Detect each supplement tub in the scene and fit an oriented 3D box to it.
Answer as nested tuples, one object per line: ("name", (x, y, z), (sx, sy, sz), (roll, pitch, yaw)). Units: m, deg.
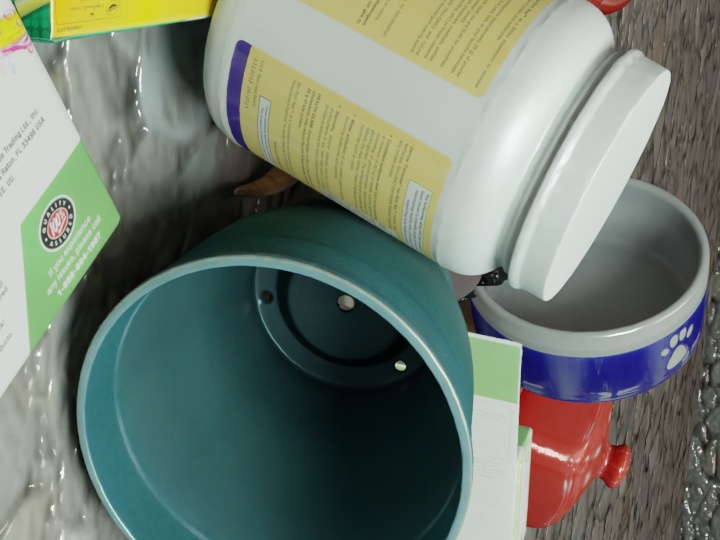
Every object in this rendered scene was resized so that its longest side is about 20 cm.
("supplement tub", (0.037, -0.089, 0.577), (0.146, 0.198, 0.146), (-52, 163, -23))

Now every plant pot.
("plant pot", (-0.024, 0.050, 0.635), (0.188, 0.196, 0.203), (-60, 150, -63))

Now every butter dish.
("butter dish", (0.193, 0.165, 1.133), (0.202, 0.146, 0.201), (102, 15, -49))

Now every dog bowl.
("dog bowl", (0.188, 0.011, 0.968), (0.080, 0.197, 0.201), (78, 32, -41))

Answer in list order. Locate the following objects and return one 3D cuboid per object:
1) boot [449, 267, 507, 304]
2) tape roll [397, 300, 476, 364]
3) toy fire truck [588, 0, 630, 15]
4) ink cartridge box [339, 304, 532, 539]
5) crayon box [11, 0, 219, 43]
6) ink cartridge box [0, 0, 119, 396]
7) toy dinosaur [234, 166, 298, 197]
("boot", (0.066, -0.081, 0.758), (0.199, 0.076, 0.170), (-36, 116, -35))
("tape roll", (0.079, 0.067, 1.027), (0.202, 0.036, 0.207), (7, 90, -66))
("toy fire truck", (0.224, -0.307, 1.081), (0.198, 0.128, 0.179), (17, 80, -31))
("ink cartridge box", (0.051, 0.111, 0.833), (0.048, 0.143, 0.203), (-50, 146, -53))
("crayon box", (-0.103, -0.177, 0.535), (0.200, 0.057, 0.121), (-31, 126, -59))
("ink cartridge box", (-0.179, -0.042, 0.380), (0.202, 0.083, 0.146), (72, 36, -45))
("toy dinosaur", (-0.026, -0.090, 0.755), (0.107, 0.060, 0.202), (54, 53, -40))
